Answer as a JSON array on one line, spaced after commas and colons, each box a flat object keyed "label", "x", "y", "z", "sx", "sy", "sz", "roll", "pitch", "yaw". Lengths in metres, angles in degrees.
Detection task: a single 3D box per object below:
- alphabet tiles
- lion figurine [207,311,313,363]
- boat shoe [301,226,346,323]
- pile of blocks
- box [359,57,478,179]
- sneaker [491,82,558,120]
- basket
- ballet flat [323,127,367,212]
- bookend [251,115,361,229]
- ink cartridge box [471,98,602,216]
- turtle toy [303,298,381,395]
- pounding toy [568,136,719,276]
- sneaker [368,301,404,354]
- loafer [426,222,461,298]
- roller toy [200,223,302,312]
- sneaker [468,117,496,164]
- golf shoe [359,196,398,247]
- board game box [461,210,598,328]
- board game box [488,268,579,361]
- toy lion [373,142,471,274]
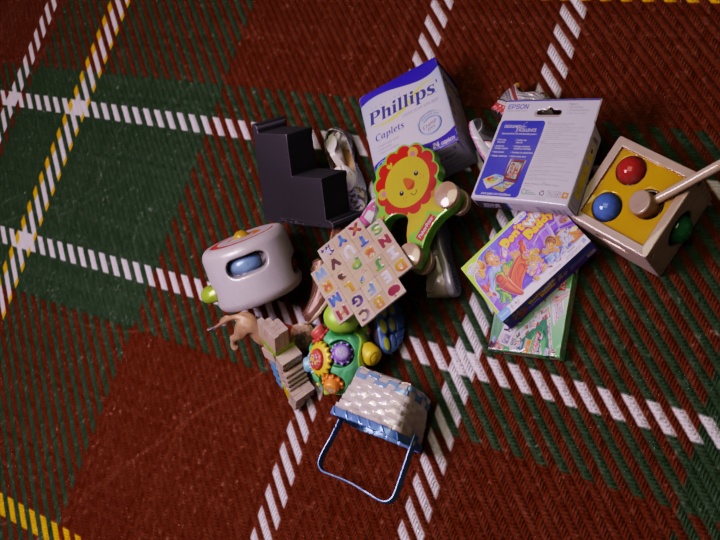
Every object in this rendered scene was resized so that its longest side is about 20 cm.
[{"label": "alphabet tiles", "x": 0.000, "y": 0.000, "z": 1.674, "sx": 0.166, "sy": 0.006, "sz": 0.201, "roll": -38, "pitch": 51, "yaw": 6}, {"label": "lion figurine", "x": -0.190, "y": 0.122, "z": 1.827, "sx": 0.122, "sy": 0.197, "sz": 0.074, "roll": -41, "pitch": 39, "yaw": 53}, {"label": "boat shoe", "x": -0.069, "y": 0.005, "z": 1.834, "sx": 0.067, "sy": 0.072, "sz": 0.202, "roll": 28, "pitch": 82, "yaw": -9}, {"label": "pile of blocks", "x": -0.137, "y": 0.167, "z": 1.785, "sx": 0.062, "sy": 0.203, "sz": 0.082, "roll": -30, "pitch": 30, "yaw": -25}, {"label": "box", "x": 0.110, "y": -0.274, "z": 1.822, "sx": 0.182, "sy": 0.105, "sz": 0.203, "roll": -24, "pitch": 60, "yaw": 22}, {"label": "sneaker", "x": 0.330, "y": -0.286, "z": 1.706, "sx": 0.199, "sy": 0.078, "sz": 0.083, "roll": 36, "pitch": 91, "yaw": 36}, {"label": "basket", "x": 0.028, "y": 0.286, "z": 1.633, "sx": 0.175, "sy": 0.139, "sz": 0.202, "roll": 19, "pitch": 74, "yaw": 36}, {"label": "ballet flat", "x": -0.038, "y": -0.209, "z": 1.913, "sx": 0.071, "sy": 0.072, "sz": 0.203, "roll": -26, "pitch": 60, "yaw": 21}, {"label": "bookend", "x": -0.107, "y": -0.198, "z": 1.864, "sx": 0.197, "sy": 0.092, "sz": 0.203, "roll": 8, "pitch": 112, "yaw": 41}, {"label": "ink cartridge box", "x": 0.308, "y": -0.197, "z": 1.608, "sx": 0.196, "sy": 0.047, "sz": 0.202, "roll": 9, "pitch": 69, "yaw": 43}, {"label": "turtle toy", "x": -0.041, "y": 0.141, "z": 1.724, "sx": 0.145, "sy": 0.100, "sz": 0.203, "roll": 36, "pitch": 115, "yaw": 44}, {"label": "pounding toy", "x": 0.471, "y": -0.113, "z": 1.510, "sx": 0.199, "sy": 0.142, "sz": 0.185, "roll": 35, "pitch": 92, "yaw": 37}, {"label": "sneaker", "x": 0.023, "y": 0.074, "z": 1.775, "sx": 0.083, "sy": 0.070, "sz": 0.202, "roll": -47, "pitch": 54, "yaw": 36}, {"label": "loafer", "x": 0.130, "y": -0.038, "z": 1.736, "sx": 0.069, "sy": 0.075, "sz": 0.203, "roll": -20, "pitch": 62, "yaw": 19}, {"label": "roller toy", "x": -0.215, "y": -0.013, "z": 1.860, "sx": 0.181, "sy": 0.199, "sz": 0.142, "roll": -9, "pitch": 105, "yaw": 43}, {"label": "sneaker", "x": 0.274, "y": -0.206, "z": 1.722, "sx": 0.086, "sy": 0.080, "sz": 0.202, "roll": -31, "pitch": 65, "yaw": 4}, {"label": "golf shoe", "x": 0.012, "y": -0.081, "z": 1.791, "sx": 0.091, "sy": 0.073, "sz": 0.201, "roll": -11, "pitch": 35, "yaw": 30}, {"label": "board game box", "x": 0.288, "y": -0.019, "z": 1.613, "sx": 0.200, "sy": 0.045, "sz": 0.135, "roll": -44, "pitch": 54, "yaw": 11}, {"label": "board game box", "x": 0.303, "y": 0.049, "z": 1.623, "sx": 0.133, "sy": 0.029, "sz": 0.203, "roll": 4, "pitch": 74, "yaw": 32}, {"label": "toy lion", "x": 0.091, "y": -0.123, "z": 1.704, "sx": 0.191, "sy": 0.068, "sz": 0.202, "roll": 37, "pitch": 100, "yaw": 33}]
